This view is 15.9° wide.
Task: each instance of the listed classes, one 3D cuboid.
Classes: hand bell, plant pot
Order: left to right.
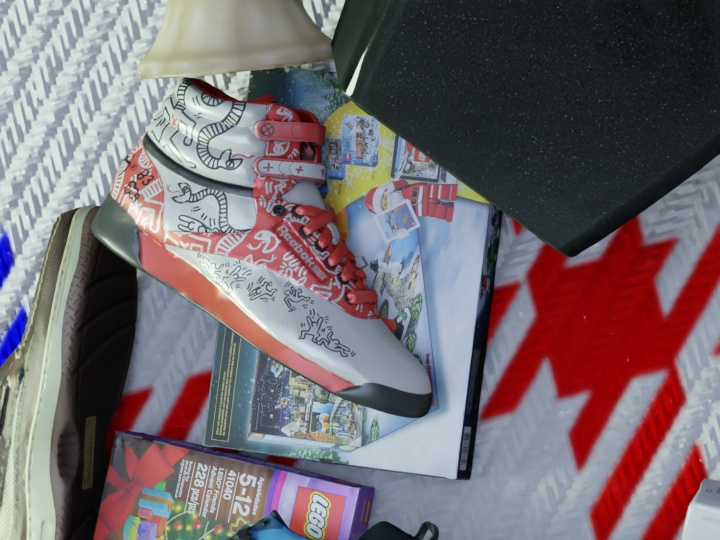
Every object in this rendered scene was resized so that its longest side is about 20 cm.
[{"bbox_3d":[-0.070,-0.200,1.272,0.104,0.104,0.201,-3,97,14],"label":"hand bell"},{"bbox_3d":[0.091,-0.126,1.205,0.199,0.200,0.178,35,101,-11],"label":"plant pot"}]

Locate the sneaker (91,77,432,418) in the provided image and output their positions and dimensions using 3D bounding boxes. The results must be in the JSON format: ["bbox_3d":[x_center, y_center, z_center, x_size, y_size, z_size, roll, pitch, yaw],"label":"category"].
[{"bbox_3d":[-0.031,-0.017,1.276,0.201,0.067,0.108,32,98,18],"label":"sneaker"}]

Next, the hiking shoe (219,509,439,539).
[{"bbox_3d":[-0.061,0.164,1.279,0.199,0.074,0.087,3,62,14],"label":"hiking shoe"}]

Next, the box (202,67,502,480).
[{"bbox_3d":[0.000,0.000,1.323,0.136,0.038,0.201,7,87,15],"label":"box"}]

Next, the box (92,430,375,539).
[{"bbox_3d":[-0.080,0.194,1.327,0.136,0.039,0.201,11,89,14],"label":"box"}]

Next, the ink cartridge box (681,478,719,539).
[{"bbox_3d":[0.222,0.218,1.256,0.159,0.047,0.201,13,106,15],"label":"ink cartridge box"}]

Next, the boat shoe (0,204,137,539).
[{"bbox_3d":[-0.170,0.064,1.345,0.074,0.075,0.203,7,87,22],"label":"boat shoe"}]
